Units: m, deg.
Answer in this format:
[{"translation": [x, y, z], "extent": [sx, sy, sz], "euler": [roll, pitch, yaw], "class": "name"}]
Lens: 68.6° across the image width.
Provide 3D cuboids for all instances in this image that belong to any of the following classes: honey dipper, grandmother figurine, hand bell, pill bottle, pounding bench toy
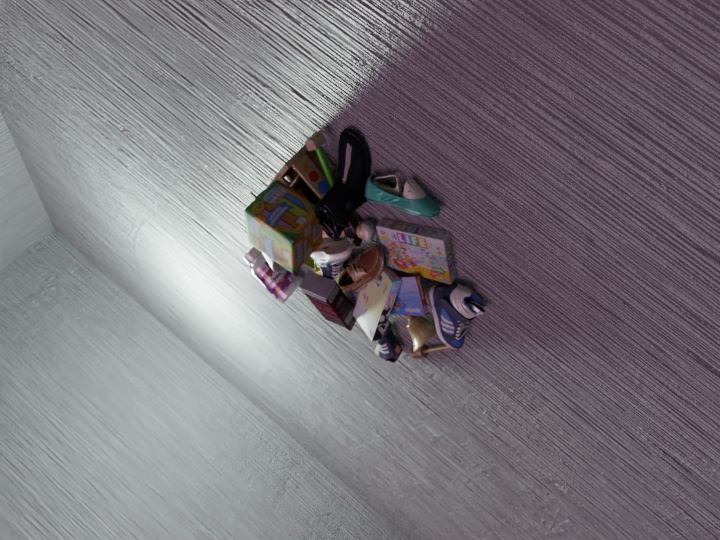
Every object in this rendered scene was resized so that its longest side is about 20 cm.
[{"translation": [0.221, 0.229, 1.548], "extent": [0.038, 0.038, 0.198], "euler": [49, 145, -13], "class": "honey dipper"}, {"translation": [-0.034, -0.109, 1.413], "extent": [0.196, 0.061, 0.123], "euler": [9, 144, 45], "class": "grandmother figurine"}, {"translation": [0.129, 0.114, 1.491], "extent": [0.202, 0.103, 0.105], "euler": [52, 149, 9], "class": "hand bell"}, {"translation": [-0.296, 0.003, 1.775], "extent": [0.200, 0.113, 0.112], "euler": [45, 148, -5], "class": "pill bottle"}, {"translation": [-0.105, -0.224, 1.290], "extent": [0.156, 0.125, 0.199], "euler": [46, 148, -8], "class": "pounding bench toy"}]

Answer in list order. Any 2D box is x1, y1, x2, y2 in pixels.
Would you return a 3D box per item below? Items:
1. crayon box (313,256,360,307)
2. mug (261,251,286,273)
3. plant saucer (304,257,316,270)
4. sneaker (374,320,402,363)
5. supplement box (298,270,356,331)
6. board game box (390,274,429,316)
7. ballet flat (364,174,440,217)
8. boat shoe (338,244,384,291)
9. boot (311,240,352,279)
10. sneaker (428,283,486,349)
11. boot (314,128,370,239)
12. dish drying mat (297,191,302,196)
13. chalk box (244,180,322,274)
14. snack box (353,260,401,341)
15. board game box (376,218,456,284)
[{"translation": [-0.032, 0.054, 1.597], "extent": [0.202, 0.058, 0.171], "euler": [52, 148, -14], "class": "crayon box"}, {"translation": [-0.217, -0.114, 1.464], "extent": [0.153, 0.185, 0.151], "euler": [44, 163, 18], "class": "mug"}, {"translation": [-0.205, -0.121, 1.592], "extent": [0.195, 0.048, 0.204], "euler": [27, 144, 23], "class": "plant saucer"}, {"translation": [0.094, 0.226, 1.649], "extent": [0.083, 0.076, 0.202], "euler": [31, 156, 18], "class": "sneaker"}, {"translation": [-0.088, 0.090, 1.543], "extent": [0.106, 0.062, 0.202], "euler": [20, 157, 32], "class": "supplement box"}, {"translation": [0.108, 0.066, 1.416], "extent": [0.198, 0.019, 0.107], "euler": [-3, 103, 60], "class": "board game box"}, {"translation": [0.091, -0.176, 1.193], "extent": [0.195, 0.067, 0.073], "euler": [20, 128, 29], "class": "ballet flat"}, {"translation": [0.000, 0.000, 1.407], "extent": [0.201, 0.069, 0.078], "euler": [-52, 48, 48], "class": "boat shoe"}, {"translation": [-0.066, -0.024, 1.440], "extent": [0.198, 0.072, 0.093], "euler": [9, 129, 62], "class": "boot"}, {"translation": [0.260, 0.124, 1.337], "extent": [0.144, 0.080, 0.205], "euler": [5, 127, 50], "class": "sneaker"}, {"translation": [-0.043, -0.194, 1.217], "extent": [0.074, 0.170, 0.205], "euler": [18, 141, 26], "class": "boot"}, {"translation": [-0.195, -0.138, 1.386], "extent": [0.074, 0.207, 0.018], "euler": [10, 157, 14], "class": "dish drying mat"}, {"translation": [-0.202, -0.117, 1.286], "extent": [0.196, 0.125, 0.127], "euler": [30, 147, 17], "class": "chalk box"}, {"translation": [0.043, 0.078, 1.451], "extent": [0.117, 0.036, 0.206], "euler": [50, 134, 42], "class": "snack box"}, {"translation": [0.138, -0.049, 1.313], "extent": [0.195, 0.034, 0.138], "euler": [16, 139, 36], "class": "board game box"}]
